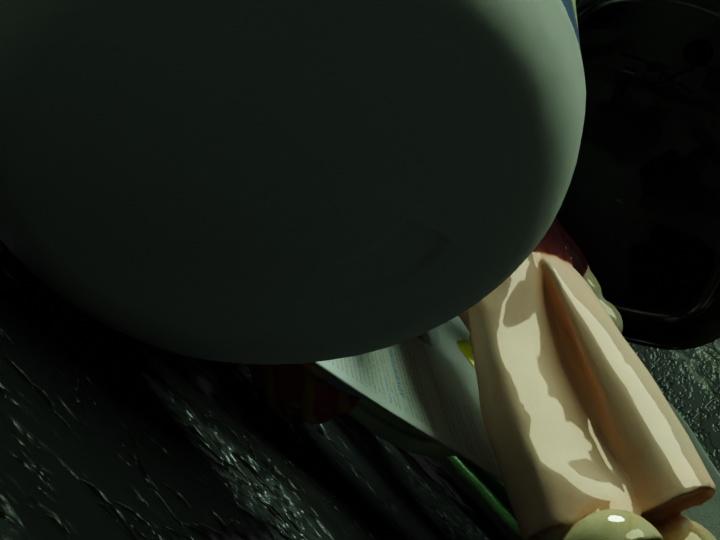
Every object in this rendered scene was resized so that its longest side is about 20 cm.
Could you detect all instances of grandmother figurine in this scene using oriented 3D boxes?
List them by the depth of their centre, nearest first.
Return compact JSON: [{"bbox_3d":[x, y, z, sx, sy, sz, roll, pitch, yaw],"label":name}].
[{"bbox_3d":[0.048,0.001,0.601,0.121,0.060,0.201,28,38,-61],"label":"grandmother figurine"}]

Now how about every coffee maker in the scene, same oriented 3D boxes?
[{"bbox_3d":[0.112,-0.053,0.793,0.200,0.133,0.194,-71,156,-61],"label":"coffee maker"}]

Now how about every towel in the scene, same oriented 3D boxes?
[{"bbox_3d":[0.050,0.084,0.906,0.153,0.023,0.200,46,1,-15],"label":"towel"}]

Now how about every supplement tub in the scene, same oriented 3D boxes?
[{"bbox_3d":[-0.020,-0.094,0.491,0.144,0.144,0.201,43,32,-35],"label":"supplement tub"}]

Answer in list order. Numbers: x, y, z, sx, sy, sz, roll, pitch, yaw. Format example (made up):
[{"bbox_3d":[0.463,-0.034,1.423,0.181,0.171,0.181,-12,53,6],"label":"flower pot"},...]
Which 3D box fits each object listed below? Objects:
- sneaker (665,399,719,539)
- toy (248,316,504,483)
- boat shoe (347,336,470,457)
[{"bbox_3d":[0.093,0.098,0.753,0.099,0.071,0.200,-10,-36,44],"label":"sneaker"},{"bbox_3d":[-0.014,0.014,0.604,0.199,0.047,0.116,30,26,-39],"label":"toy"},{"bbox_3d":[-0.002,0.002,0.765,0.199,0.075,0.066,41,7,34],"label":"boat shoe"}]
